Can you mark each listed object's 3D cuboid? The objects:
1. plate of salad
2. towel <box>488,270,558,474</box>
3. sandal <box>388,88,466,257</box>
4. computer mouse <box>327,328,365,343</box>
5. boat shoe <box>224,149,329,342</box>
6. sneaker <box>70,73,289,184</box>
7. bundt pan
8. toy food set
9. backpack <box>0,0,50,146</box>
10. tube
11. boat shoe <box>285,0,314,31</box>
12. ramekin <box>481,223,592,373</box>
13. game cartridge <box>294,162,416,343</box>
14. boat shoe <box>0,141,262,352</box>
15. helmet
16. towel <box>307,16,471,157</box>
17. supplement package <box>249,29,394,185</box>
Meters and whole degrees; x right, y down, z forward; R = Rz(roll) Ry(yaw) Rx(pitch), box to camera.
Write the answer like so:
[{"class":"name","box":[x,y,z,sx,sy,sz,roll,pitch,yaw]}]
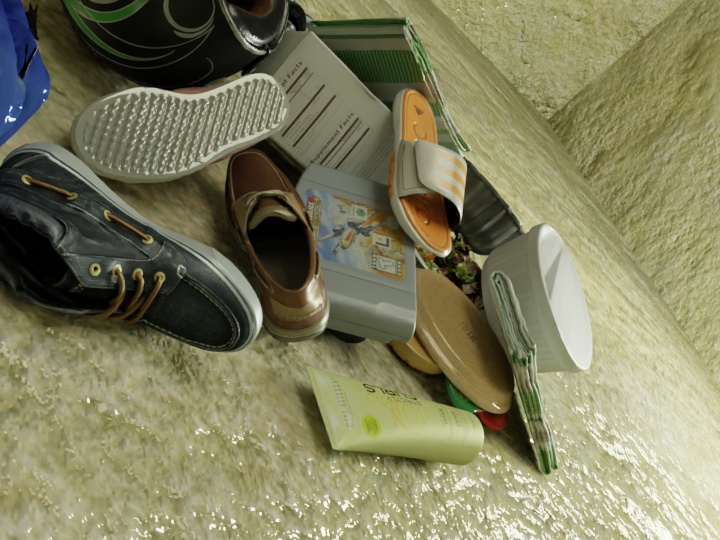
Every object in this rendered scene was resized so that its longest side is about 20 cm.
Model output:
[{"class":"plate of salad","box":[0.125,-0.020,1.178,0.200,0.048,0.201,42,22,-21]},{"class":"towel","box":[0.193,0.118,0.999,0.150,0.030,0.202,-94,166,-54]},{"class":"sandal","box":[0.071,-0.115,0.872,0.079,0.059,0.209,23,51,-37]},{"class":"computer mouse","box":[0.000,0.000,0.858,0.058,0.034,0.201,21,42,-4]},{"class":"boat shoe","box":[-0.072,-0.037,0.733,0.072,0.075,0.202,91,-22,-54]},{"class":"sneaker","box":[-0.163,-0.115,0.728,0.199,0.104,0.076,-23,100,-39]},{"class":"bundt pan","box":[0.149,-0.100,1.269,0.202,0.076,0.202,49,1,-1]},{"class":"toy food set","box":[0.105,0.083,0.964,0.198,0.048,0.200,48,21,-8]},{"class":"backpack","box":[-0.242,-0.115,0.424,0.167,0.162,0.202,28,29,-51]},{"class":"tube","box":[0.033,0.133,0.740,0.058,0.053,0.199,13,-6,46]},{"class":"boat shoe","box":[-0.100,-0.350,1.231,0.084,0.068,0.201,41,23,-23]},{"class":"ramekin","box":[0.238,0.046,1.167,0.202,0.093,0.205,40,42,-48]},{"class":"game cartridge","box":[-0.012,-0.024,0.826,0.131,0.042,0.202,18,42,-15]},{"class":"boat shoe","box":[-0.153,0.007,0.543,0.199,0.071,0.091,37,25,-16]},{"class":"helmet","box":[-0.176,-0.264,0.767,0.200,0.188,0.204,0,90,-68]},{"class":"towel","box":[0.032,-0.206,0.985,0.024,0.151,0.201,-61,140,-24]},{"class":"supplement package","box":[-0.032,-0.156,0.952,0.200,0.110,0.114,41,0,-23]}]
